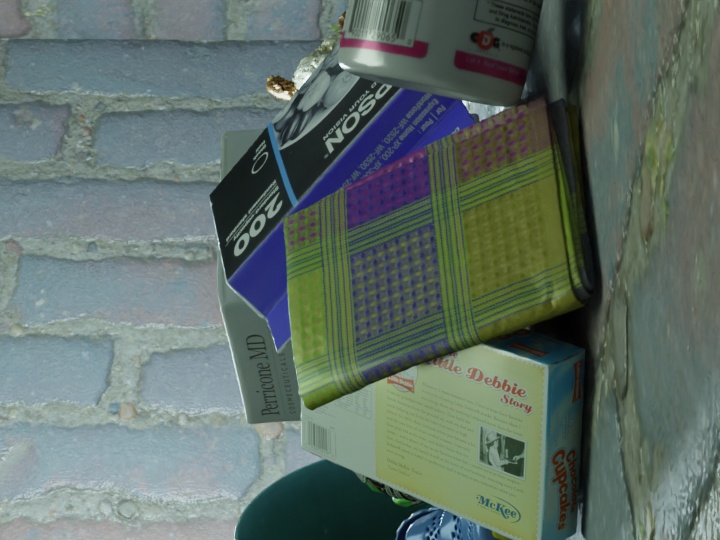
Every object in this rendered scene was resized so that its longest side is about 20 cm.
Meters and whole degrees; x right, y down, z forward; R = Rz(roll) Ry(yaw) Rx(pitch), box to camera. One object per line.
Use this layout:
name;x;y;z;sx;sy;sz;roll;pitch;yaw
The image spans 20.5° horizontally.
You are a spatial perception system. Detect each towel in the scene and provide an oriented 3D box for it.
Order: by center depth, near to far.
towel;0.044;-0.009;1.157;0.023;0.199;0.145;38;-143;-46

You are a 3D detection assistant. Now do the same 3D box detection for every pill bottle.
pill bottle;0.060;-0.205;1.168;0.113;0.112;0.202;-133;55;-85

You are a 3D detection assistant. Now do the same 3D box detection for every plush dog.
plush dog;-0.029;-0.266;2.777;0.172;0.159;0.202;-48;-36;-59

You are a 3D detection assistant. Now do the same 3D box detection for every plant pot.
plant pot;0.011;0.266;1.642;0.201;0.198;0.162;-98;-5;-67

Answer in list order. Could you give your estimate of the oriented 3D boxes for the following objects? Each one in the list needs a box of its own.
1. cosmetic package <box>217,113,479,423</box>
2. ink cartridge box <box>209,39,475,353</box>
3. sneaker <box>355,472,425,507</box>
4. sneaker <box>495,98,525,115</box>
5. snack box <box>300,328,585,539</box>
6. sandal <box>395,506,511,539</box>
cosmetic package;0.000;0.000;1.507;0.166;0.198;0.166;82;-175;-53
ink cartridge box;-0.018;-0.070;1.323;0.198;0.043;0.200;-48;26;13
sneaker;0.030;0.118;1.348;0.078;0.085;0.200;63;-176;30
sneaker;0.095;-0.053;1.272;0.200;0.074;0.088;132;155;-81
snack box;0.044;0.078;1.190;0.199;0.037;0.117;19;117;40
sandal;0.072;0.192;1.393;0.200;0.086;0.080;105;167;-72
